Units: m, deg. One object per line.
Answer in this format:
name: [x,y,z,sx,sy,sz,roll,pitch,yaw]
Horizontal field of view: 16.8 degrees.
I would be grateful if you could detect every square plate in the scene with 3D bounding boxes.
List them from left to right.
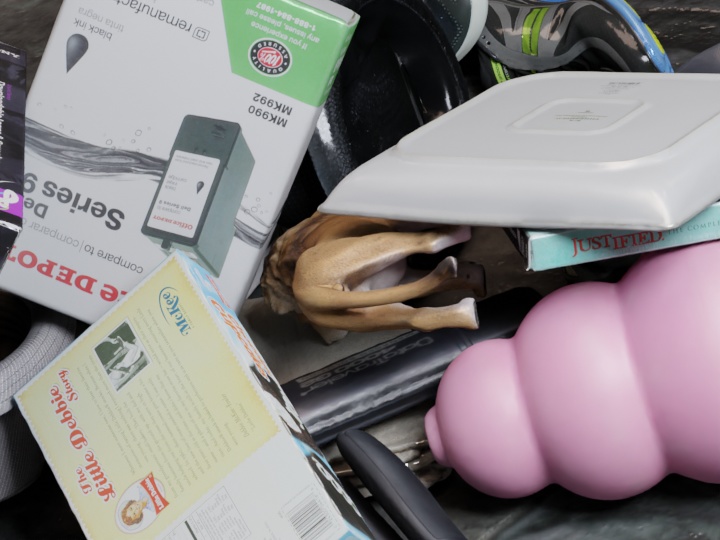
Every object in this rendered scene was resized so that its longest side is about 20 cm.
square plate: [0.109,-0.066,1.216,0.199,0.029,0.198,4,23,33]

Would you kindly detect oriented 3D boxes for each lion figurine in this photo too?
lion figurine: [0.000,0.000,1.228,0.121,0.073,0.200,-6,-1,5]

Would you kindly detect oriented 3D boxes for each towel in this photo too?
towel: [-0.028,0.067,1.308,0.131,0.035,0.200,-13,31,-1]

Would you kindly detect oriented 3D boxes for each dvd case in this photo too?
dvd case: [0.134,-0.049,1.231,0.145,0.022,0.200,-10,17,-4]

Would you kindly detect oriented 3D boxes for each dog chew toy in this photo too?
dog chew toy: [0.128,0.055,1.186,0.199,0.125,0.125,-17,30,11]

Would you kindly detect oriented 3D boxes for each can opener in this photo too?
can opener: [0.036,0.141,1.141,0.200,0.078,0.064,35,100,47]

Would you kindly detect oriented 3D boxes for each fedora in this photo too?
fedora: [-0.231,0.075,1.320,0.176,0.091,0.200,-22,24,-15]
fedora: [-0.010,-0.082,1.419,0.091,0.201,0.201,-15,27,27]

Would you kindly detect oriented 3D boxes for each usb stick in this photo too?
usb stick: [0.011,0.057,1.241,0.199,0.033,0.055,-22,22,-15]

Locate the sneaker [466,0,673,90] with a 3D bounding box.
sneaker: [0.118,-0.142,1.572,0.199,0.071,0.083,20,67,39]

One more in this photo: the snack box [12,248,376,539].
snack box: [-0.083,0.096,1.176,0.116,0.037,0.200,-41,51,8]

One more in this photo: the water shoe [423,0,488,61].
water shoe: [-0.009,-0.142,1.563,0.199,0.072,0.079,-22,-5,33]

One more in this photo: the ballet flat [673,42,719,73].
ballet flat: [0.281,-0.112,1.442,0.198,0.074,0.073,-11,30,1]

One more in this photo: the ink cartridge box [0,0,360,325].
ink cartridge box: [-0.104,-0.067,1.281,0.145,0.201,0.084,21,11,-2]

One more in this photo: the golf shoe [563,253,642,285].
golf shoe: [0.120,-0.066,1.407,0.077,0.095,0.200,-21,30,-10]

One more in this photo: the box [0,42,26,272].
box: [-0.210,-0.016,1.224,0.036,0.144,0.200,21,24,-16]

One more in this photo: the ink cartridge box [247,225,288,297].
ink cartridge box: [-0.109,-0.056,1.492,0.145,0.085,0.200,3,34,28]
